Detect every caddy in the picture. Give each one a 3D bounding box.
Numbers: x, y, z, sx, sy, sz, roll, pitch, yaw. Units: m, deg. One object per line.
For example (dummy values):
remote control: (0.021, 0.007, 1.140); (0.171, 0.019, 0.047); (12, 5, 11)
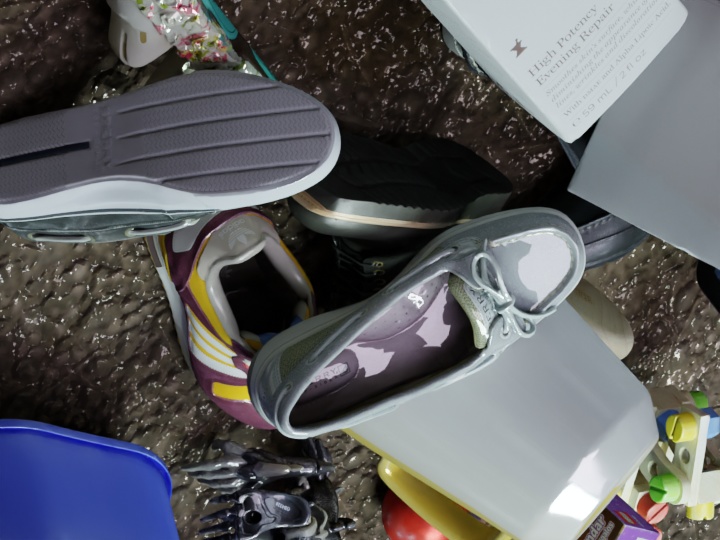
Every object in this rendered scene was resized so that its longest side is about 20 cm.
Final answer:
caddy: (-0.188, 0.146, 1.600); (0.200, 0.105, 0.141); (17, 131, -44)

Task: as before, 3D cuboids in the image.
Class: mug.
mug: (0.088, 0.082, 1.689); (0.150, 0.153, 0.187); (-49, 170, -8)

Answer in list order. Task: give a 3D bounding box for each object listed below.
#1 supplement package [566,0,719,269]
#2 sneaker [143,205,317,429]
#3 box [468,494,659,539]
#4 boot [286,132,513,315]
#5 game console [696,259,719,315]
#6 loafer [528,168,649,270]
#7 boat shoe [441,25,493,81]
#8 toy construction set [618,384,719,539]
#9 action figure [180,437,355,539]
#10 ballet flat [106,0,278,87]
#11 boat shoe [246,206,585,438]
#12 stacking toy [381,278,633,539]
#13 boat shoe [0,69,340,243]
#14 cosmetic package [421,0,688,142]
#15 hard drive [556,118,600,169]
supplement package: (0.260, -0.087, 1.611); (0.147, 0.191, 0.201); (12, 105, -58)
sneaker: (-0.059, 0.035, 1.625); (0.075, 0.090, 0.200); (-37, 136, -11)
box: (0.086, 0.205, 1.829); (0.039, 0.137, 0.200); (17, 108, -45)
boot: (0.000, 0.000, 1.633); (0.200, 0.077, 0.139); (1, 125, -57)
game console: (0.275, -0.037, 1.767); (0.031, 0.200, 0.177); (23, 104, -16)
loafer: (0.166, -0.062, 1.751); (0.200, 0.068, 0.071); (-30, 127, -24)
boat shoe: (0.109, -0.195, 1.609); (0.075, 0.060, 0.201); (-4, 123, -36)
toy construction set: (0.184, 0.158, 1.875); (0.092, 0.131, 0.200); (9, 115, -41)
action figure: (-0.059, 0.156, 1.705); (0.200, 0.102, 0.119); (-3, 92, -81)
ballet flat: (-0.091, -0.115, 1.506); (0.064, 0.076, 0.200); (-36, 134, 0)
boat shoe: (0.036, 0.032, 1.563); (0.201, 0.065, 0.075); (-25, 109, -10)
stacking toy: (0.080, 0.093, 1.795); (0.085, 0.085, 0.200); (17, 116, -44)
boat shoe: (-0.102, -0.055, 1.500); (0.199, 0.072, 0.071); (-4, 158, 15)
cosmetic package: (0.081, -0.163, 1.509); (0.102, 0.074, 0.200); (-48, 141, 0)
hard drive: (0.181, -0.150, 1.672); (0.200, 0.042, 0.135); (-54, 148, -12)
